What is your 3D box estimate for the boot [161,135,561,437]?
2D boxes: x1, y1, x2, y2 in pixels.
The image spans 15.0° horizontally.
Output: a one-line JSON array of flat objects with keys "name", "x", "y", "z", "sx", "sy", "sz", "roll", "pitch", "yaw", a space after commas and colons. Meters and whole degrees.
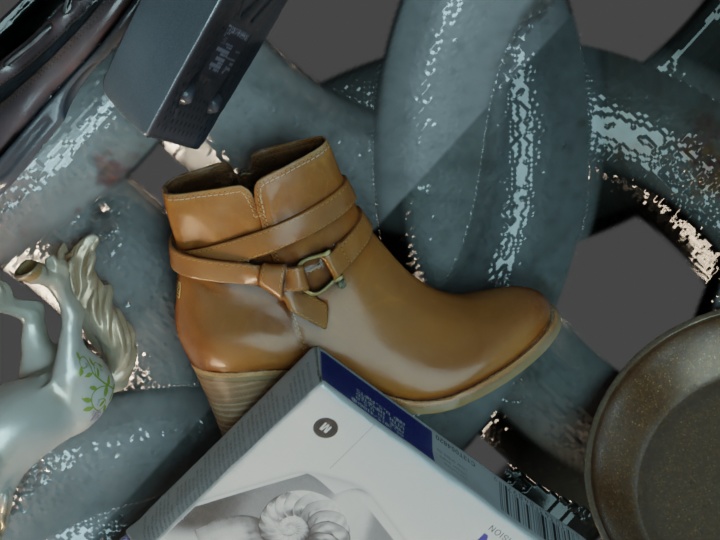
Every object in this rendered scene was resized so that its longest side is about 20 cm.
[{"name": "boot", "x": 0.000, "y": 0.000, "z": 1.426, "sx": 0.199, "sy": 0.074, "sz": 0.155, "roll": -18, "pitch": 112, "yaw": -10}]

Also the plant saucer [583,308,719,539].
[{"name": "plant saucer", "x": 0.222, "y": 0.111, "z": 1.486, "sx": 0.200, "sy": 0.201, "sz": 0.037, "roll": -29, "pitch": 148, "yaw": -7}]

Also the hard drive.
[{"name": "hard drive", "x": -0.056, "y": -0.156, "z": 1.341, "sx": 0.042, "sy": 0.135, "sz": 0.200, "roll": 31, "pitch": 94, "yaw": 8}]

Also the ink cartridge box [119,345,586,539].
[{"name": "ink cartridge box", "x": -0.015, "y": 0.163, "z": 1.451, "sx": 0.199, "sy": 0.041, "sz": 0.200, "roll": 36, "pitch": 114, "yaw": -23}]

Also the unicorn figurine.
[{"name": "unicorn figurine", "x": -0.191, "y": 0.080, "z": 1.391, "sx": 0.200, "sy": 0.074, "sz": 0.138, "roll": -31, "pitch": 123, "yaw": -12}]

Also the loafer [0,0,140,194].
[{"name": "loafer", "x": -0.148, "y": -0.129, "z": 1.351, "sx": 0.063, "sy": 0.072, "sz": 0.200, "roll": 35, "pitch": 96, "yaw": -18}]
